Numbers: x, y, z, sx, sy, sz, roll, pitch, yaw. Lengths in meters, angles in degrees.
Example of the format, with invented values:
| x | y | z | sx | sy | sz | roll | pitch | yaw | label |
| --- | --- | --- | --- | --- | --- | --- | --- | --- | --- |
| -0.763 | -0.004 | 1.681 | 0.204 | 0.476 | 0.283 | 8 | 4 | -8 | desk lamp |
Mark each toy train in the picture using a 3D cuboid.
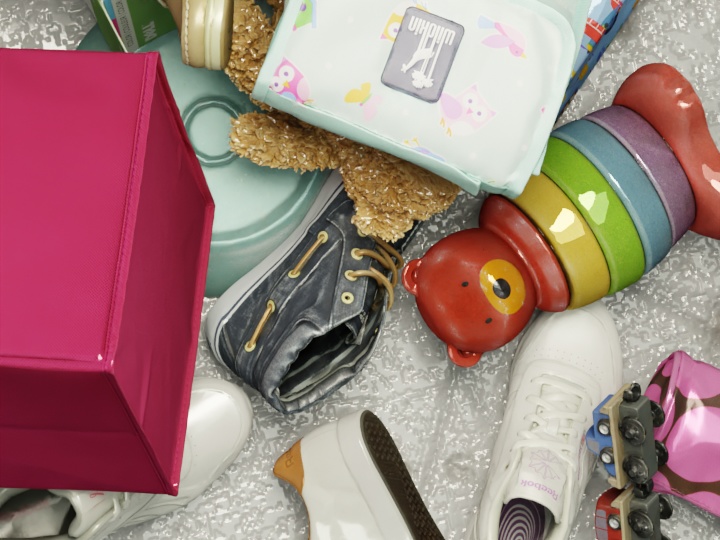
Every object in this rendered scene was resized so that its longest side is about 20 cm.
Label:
| x | y | z | sx | sy | sz | roll | pitch | yaw | label |
| --- | --- | --- | --- | --- | --- | --- | --- | --- | --- |
| 0.166 | 0.155 | 1.637 | 0.034 | 0.046 | 0.201 | -37 | 130 | -43 | toy train |

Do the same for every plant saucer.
| x | y | z | sx | sy | sz | roll | pitch | yaw | label |
| --- | --- | --- | --- | --- | --- | --- | --- | --- | --- |
| -0.092 | -0.084 | 1.656 | 0.199 | 0.036 | 0.201 | 0 | 88 | -6 | plant saucer |

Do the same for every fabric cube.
| x | y | z | sx | sy | sz | roll | pitch | yaw | label |
| --- | --- | --- | --- | --- | --- | --- | --- | --- | --- |
| -0.204 | 0.002 | 1.512 | 0.198 | 0.200 | 0.197 | 3 | 65 | 9 | fabric cube |

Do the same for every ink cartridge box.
| x | y | z | sx | sy | sz | roll | pitch | yaw | label |
| --- | --- | --- | --- | --- | --- | --- | --- | --- | --- |
| -0.147 | -0.195 | 1.596 | 0.059 | 0.104 | 0.201 | -27 | 76 | -7 | ink cartridge box |

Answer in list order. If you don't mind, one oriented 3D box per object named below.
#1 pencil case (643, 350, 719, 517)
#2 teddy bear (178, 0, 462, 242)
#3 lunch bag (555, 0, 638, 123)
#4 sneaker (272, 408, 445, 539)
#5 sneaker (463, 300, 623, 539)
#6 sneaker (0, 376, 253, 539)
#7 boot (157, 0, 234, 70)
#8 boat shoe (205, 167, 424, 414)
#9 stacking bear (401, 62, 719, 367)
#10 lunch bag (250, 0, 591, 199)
| x | y | z | sx | sy | sz | roll | pitch | yaw | label |
| --- | --- | --- | --- | --- | --- | --- | --- | --- | --- |
| 0.260 | 0.132 | 1.664 | 0.199 | 0.091 | 0.094 | 28 | 91 | -2 | pencil case |
| -0.018 | -0.110 | 1.585 | 0.199 | 0.067 | 0.145 | 30 | 66 | -8 | teddy bear |
| 0.069 | -0.197 | 1.663 | 0.200 | 0.094 | 0.151 | 34 | 88 | 7 | lunch bag |
| 0.011 | 0.188 | 1.651 | 0.084 | 0.073 | 0.201 | -24 | 94 | 19 | sneaker |
| 0.120 | 0.110 | 1.640 | 0.075 | 0.100 | 0.201 | 16 | 83 | -2 | sneaker |
| -0.151 | 0.129 | 1.608 | 0.199 | 0.099 | 0.078 | -29 | 96 | -6 | sneaker |
| -0.150 | -0.184 | 1.476 | 0.154 | 0.072 | 0.201 | -4 | 50 | -12 | boot |
| 0.000 | 0.000 | 1.627 | 0.200 | 0.091 | 0.071 | -47 | 131 | -1 | boat shoe |
| 0.121 | -0.023 | 1.627 | 0.200 | 0.114 | 0.122 | -34 | 104 | -15 | stacking bear |
| 0.041 | -0.147 | 1.508 | 0.170 | 0.122 | 0.201 | 22 | 57 | -5 | lunch bag |
